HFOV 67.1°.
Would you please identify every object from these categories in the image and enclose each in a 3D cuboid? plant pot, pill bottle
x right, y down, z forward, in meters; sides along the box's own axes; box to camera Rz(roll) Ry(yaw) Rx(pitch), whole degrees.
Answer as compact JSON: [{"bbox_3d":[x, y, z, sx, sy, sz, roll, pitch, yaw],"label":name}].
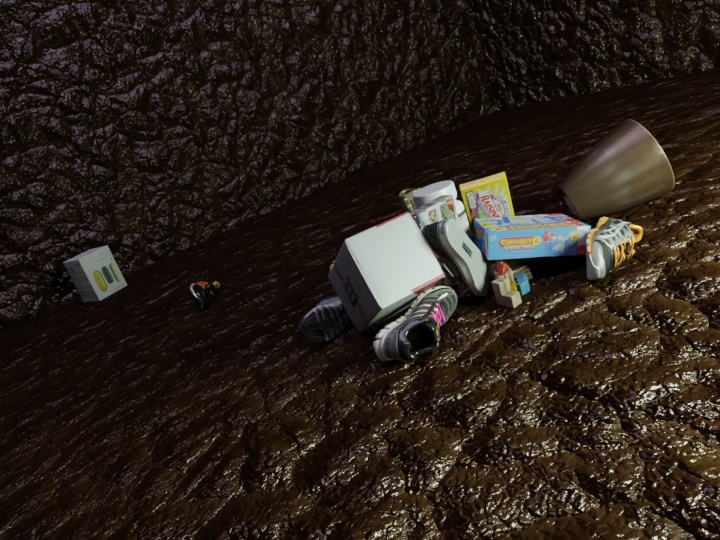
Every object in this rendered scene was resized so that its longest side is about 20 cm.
[{"bbox_3d":[0.560,-0.204,1.232,0.199,0.188,0.187,-32,16,10],"label":"plant pot"},{"bbox_3d":[0.188,-0.089,1.217,0.113,0.202,0.114,-18,17,6],"label":"pill bottle"}]

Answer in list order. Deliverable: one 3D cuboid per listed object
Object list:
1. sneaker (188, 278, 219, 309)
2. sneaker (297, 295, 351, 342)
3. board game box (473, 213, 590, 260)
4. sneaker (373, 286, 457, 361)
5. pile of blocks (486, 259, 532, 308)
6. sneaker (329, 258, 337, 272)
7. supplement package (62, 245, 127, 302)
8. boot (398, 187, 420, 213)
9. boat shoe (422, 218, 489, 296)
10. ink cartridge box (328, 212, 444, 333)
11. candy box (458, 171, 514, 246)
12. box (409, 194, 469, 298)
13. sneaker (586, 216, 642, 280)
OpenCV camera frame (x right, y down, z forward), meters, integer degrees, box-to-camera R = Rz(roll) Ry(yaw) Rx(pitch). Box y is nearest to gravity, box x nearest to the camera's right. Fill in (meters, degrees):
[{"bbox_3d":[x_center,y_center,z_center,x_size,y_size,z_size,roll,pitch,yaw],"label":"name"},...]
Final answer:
[{"bbox_3d":[-0.497,0.061,1.749,0.089,0.071,0.200,-27,17,-12],"label":"sneaker"},{"bbox_3d":[-0.081,0.103,1.185,0.115,0.076,0.199,-9,10,46],"label":"sneaker"},{"bbox_3d":[0.346,-0.073,1.126,0.197,0.057,0.196,-3,12,5],"label":"board game box"},{"bbox_3d":[0.118,0.099,0.964,0.199,0.074,0.087,-34,25,-30],"label":"sneaker"},{"bbox_3d":[0.293,0.002,1.066,0.081,0.063,0.200,-16,19,13],"label":"pile of blocks"},{"bbox_3d":[0.000,0.000,1.275,0.074,0.085,0.199,17,24,39],"label":"sneaker"},{"bbox_3d":[-1.183,0.016,2.424,0.149,0.202,0.152,-6,22,36],"label":"supplement package"},{"bbox_3d":[0.164,-0.140,1.467,0.072,0.157,0.200,-20,20,-5],"label":"boot"},{"bbox_3d":[0.187,-0.023,1.044,0.063,0.200,0.071,-7,45,40],"label":"boat shoe"},{"bbox_3d":[0.042,0.010,1.063,0.144,0.146,0.200,-26,-11,-19],"label":"ink cartridge box"},{"bbox_3d":[0.296,-0.127,1.231,0.101,0.201,0.027,-17,43,13],"label":"candy box"},{"bbox_3d":[0.165,-0.038,1.092,0.109,0.202,0.035,-29,20,-28],"label":"box"},{"bbox_3d":[0.465,-0.045,1.000,0.076,0.079,0.200,9,35,33],"label":"sneaker"}]
